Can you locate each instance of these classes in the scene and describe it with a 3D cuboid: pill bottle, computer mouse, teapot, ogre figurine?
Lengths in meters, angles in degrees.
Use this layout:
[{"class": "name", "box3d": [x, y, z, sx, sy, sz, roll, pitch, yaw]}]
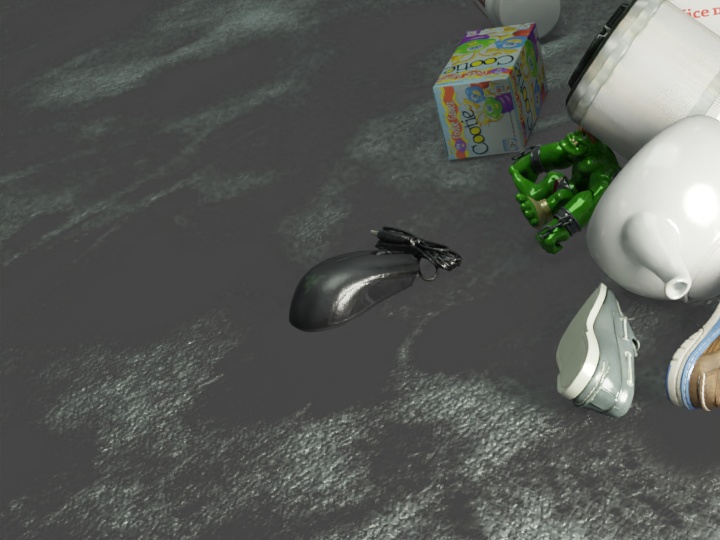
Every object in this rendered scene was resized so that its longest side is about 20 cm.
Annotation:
[{"class": "pill bottle", "box3d": [0.239, -0.428, 2.347, 0.113, 0.115, 0.200, -16, 25, -2]}, {"class": "computer mouse", "box3d": [0.000, 0.000, 1.670, 0.199, 0.053, 0.138, -31, 30, -29]}, {"class": "teapot", "box3d": [0.326, -0.040, 1.458, 0.200, 0.198, 0.146, -42, 68, -10]}, {"class": "ogre figurine", "box3d": [0.235, -0.100, 1.701, 0.119, 0.099, 0.200, -30, 7, 11]}]

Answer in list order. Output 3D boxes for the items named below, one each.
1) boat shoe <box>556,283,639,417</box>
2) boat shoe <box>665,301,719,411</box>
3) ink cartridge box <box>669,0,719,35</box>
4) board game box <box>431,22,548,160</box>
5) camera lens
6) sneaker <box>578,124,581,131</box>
[{"class": "boat shoe", "box3d": [0.223, 0.075, 1.399, 0.061, 0.073, 0.200, 32, 23, -2]}, {"class": "boat shoe", "box3d": [0.348, 0.059, 1.335, 0.072, 0.073, 0.200, 15, 48, 40]}, {"class": "ink cartridge box", "box3d": [0.414, -0.238, 1.744, 0.145, 0.202, 0.086, -6, 26, 18]}, {"class": "board game box", "box3d": [0.175, -0.238, 2.001, 0.102, 0.106, 0.200, -5, 27, 21]}, {"class": "camera lens", "box3d": [0.330, -0.184, 1.610, 0.199, 0.161, 0.160, 36, 41, 6]}, {"class": "sneaker", "box3d": [0.345, -0.216, 1.893, 0.199, 0.079, 0.090, -32, 22, -35]}]
